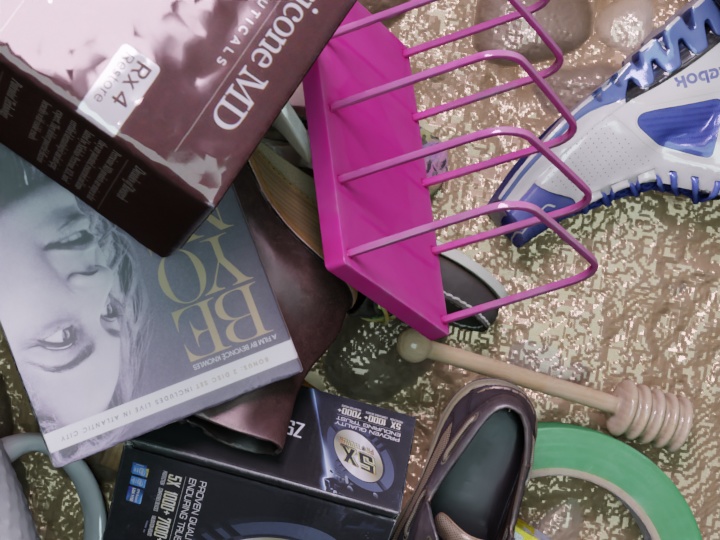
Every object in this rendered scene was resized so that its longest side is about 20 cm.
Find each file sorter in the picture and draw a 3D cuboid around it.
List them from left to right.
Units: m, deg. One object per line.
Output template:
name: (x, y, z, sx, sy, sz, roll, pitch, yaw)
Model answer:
file sorter: (0.054, -0.087, 1.310, 0.125, 0.139, 0.200, -18, 64, 21)

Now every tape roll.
tape roll: (0.120, 0.198, 1.439, 0.200, 0.048, 0.201, 0, 91, -3)

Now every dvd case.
dvd case: (-0.134, -0.011, 1.233, 0.148, 0.016, 0.200, -21, 90, -14)

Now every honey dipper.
honey dipper: (0.115, 0.073, 1.419, 0.200, 0.038, 0.038, 16, 90, -17)

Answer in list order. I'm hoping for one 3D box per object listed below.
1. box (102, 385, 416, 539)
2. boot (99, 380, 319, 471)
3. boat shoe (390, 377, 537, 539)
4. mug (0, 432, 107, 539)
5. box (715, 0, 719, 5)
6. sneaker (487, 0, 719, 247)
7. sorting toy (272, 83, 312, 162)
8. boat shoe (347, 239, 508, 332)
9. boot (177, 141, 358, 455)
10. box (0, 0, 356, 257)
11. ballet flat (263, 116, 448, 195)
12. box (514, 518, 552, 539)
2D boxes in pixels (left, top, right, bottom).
box: (-0.071, 0.164, 1.357, 0.163, 0.086, 0.200, 16, 129, -2)
boot: (-0.066, 0.063, 1.422, 0.144, 0.071, 0.202, 21, 95, -9)
boat shoe: (0.053, 0.160, 1.331, 0.074, 0.073, 0.200, 15, 89, -1)
mug: (-0.245, 0.177, 1.384, 0.200, 0.148, 0.176, -28, 102, -32)
box: (0.310, -0.230, 1.383, 0.200, 0.117, 0.197, -42, 93, -16)
sneaker: (0.184, -0.072, 1.420, 0.199, 0.081, 0.115, -43, 91, -3)
sorting toy: (-0.058, -0.145, 1.353, 0.107, 0.200, 0.180, -38, 81, 22)
boat shoe: (0.000, 0.000, 1.396, 0.201, 0.072, 0.061, 25, 67, -21)
boot: (-0.101, -0.004, 1.281, 0.200, 0.072, 0.167, 27, 63, -5)
box: (-0.124, -0.138, 1.157, 0.200, 0.164, 0.166, 35, 75, -5)
ballet flat: (-0.042, -0.071, 1.413, 0.199, 0.071, 0.069, 7, 92, -3)
box: (0.116, 0.235, 1.393, 0.200, 0.048, 0.117, 34, 89, 0)
